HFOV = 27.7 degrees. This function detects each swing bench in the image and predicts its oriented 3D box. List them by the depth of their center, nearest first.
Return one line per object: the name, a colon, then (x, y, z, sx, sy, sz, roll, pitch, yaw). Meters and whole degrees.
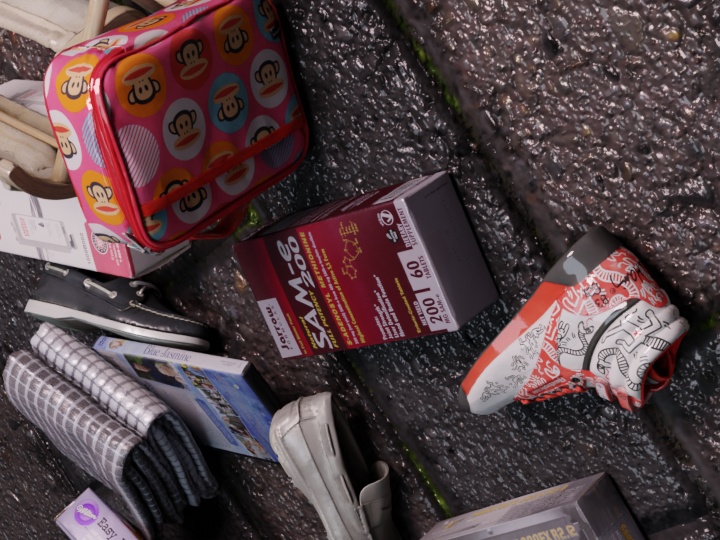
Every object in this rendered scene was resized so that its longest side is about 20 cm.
swing bench: (-0.267, -0.173, 1.158, 0.198, 0.130, 0.201, 26, 91, 29)

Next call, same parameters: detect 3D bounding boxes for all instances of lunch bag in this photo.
lunch bag: (-0.130, -0.104, 1.091, 0.081, 0.200, 0.178, 7, 121, 40)

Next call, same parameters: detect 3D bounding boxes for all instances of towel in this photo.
towel: (-0.237, 0.157, 1.370, 0.165, 0.086, 0.201, 30, 157, 25)

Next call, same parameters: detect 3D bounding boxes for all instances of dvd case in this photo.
dvd case: (-0.140, 0.120, 1.322, 0.199, 0.018, 0.143, 6, 142, 39)

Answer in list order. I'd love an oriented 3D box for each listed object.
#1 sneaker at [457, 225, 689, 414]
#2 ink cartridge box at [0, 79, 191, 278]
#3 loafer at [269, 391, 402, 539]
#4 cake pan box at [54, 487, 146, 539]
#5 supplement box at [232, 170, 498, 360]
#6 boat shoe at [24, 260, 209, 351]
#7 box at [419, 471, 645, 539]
sneaker: (0.151, 0.071, 1.038, 0.108, 0.067, 0.202, 46, 133, 14)
ink cartridge box: (-0.258, -0.084, 1.299, 0.199, 0.083, 0.148, 9, 120, 38)
loafer: (-0.002, 0.193, 1.243, 0.069, 0.070, 0.201, -27, 108, 19)
cake pan box: (-0.192, 0.313, 1.418, 0.184, 0.052, 0.200, 42, 169, 27)
supplement box: (0.000, 0.000, 1.136, 0.199, 0.061, 0.110, -13, 105, 46)
boat shoe: (-0.222, 0.031, 1.346, 0.198, 0.076, 0.061, 11, 79, 22)
box: (0.151, 0.259, 1.160, 0.199, 0.048, 0.159, -28, 93, 46)
